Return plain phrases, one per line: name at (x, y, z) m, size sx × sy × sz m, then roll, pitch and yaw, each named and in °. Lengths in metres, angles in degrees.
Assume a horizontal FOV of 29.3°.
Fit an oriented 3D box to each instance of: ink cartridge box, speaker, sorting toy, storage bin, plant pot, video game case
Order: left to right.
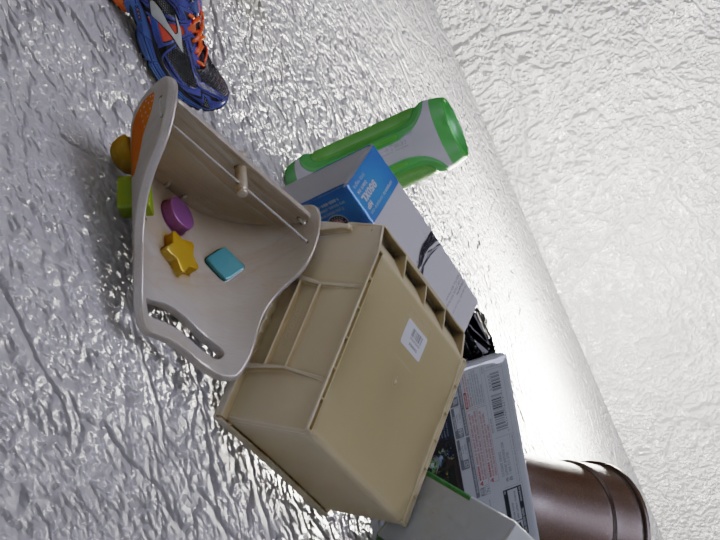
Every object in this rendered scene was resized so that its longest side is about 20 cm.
sorting toy at (-0.130, -0.013, 1.083) m, size 0.200 × 0.106 × 0.181 m, roll 41°, pitch 39°, yaw -43°
storage bin at (-0.006, 0.090, 1.198) m, size 0.200 × 0.093 × 0.200 m, roll 51°, pitch 54°, yaw -47°
ink cartridge box at (0.000, 0.000, 1.350) m, size 0.201 × 0.144 × 0.084 m, roll 54°, pitch 36°, yaw -18°
speaker at (0.018, -0.122, 1.555) m, size 0.089 × 0.198 × 0.089 m, roll 59°, pitch 17°, yaw -30°
video game case at (0.085, 0.200, 1.361) m, size 0.023 × 0.180 × 0.202 m, roll 2°, pitch -76°, yaw 60°
ink cartridge box at (0.129, 0.285, 1.228) m, size 0.200 × 0.083 × 0.146 m, roll 47°, pitch -14°, yaw -30°
plant pot at (0.183, 0.287, 1.531) m, size 0.197 × 0.200 × 0.202 m, roll 23°, pitch 41°, yaw -36°

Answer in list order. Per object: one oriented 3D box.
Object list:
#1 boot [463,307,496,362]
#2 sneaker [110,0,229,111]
boot at (0.067, 0.093, 1.490) m, size 0.074 × 0.162 × 0.198 m, roll 58°, pitch 14°, yaw -2°
sneaker at (-0.172, -0.235, 1.276) m, size 0.201 × 0.078 × 0.076 m, roll 60°, pitch 17°, yaw -29°
